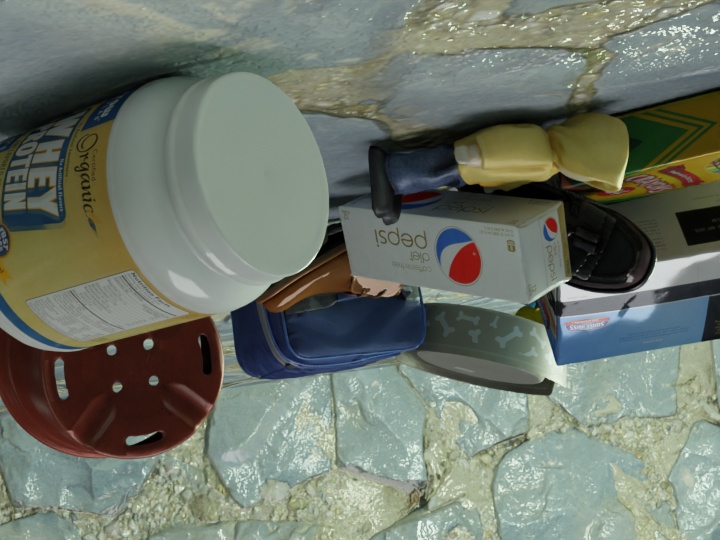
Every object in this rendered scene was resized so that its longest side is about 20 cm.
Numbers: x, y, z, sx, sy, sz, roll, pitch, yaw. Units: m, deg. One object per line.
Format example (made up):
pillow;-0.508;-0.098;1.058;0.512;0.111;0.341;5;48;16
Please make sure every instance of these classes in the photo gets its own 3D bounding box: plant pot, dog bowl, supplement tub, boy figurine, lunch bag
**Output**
plant pot;-0.207;0.074;1.229;0.200;0.202;0.195;-6;-177;-18
dog bowl;0.135;0.086;1.585;0.199;0.059;0.200;13;168;3
supplement tub;-0.134;-0.036;0.885;0.199;0.145;0.144;-15;170;34
boy figurine;0.109;-0.080;1.122;0.199;0.065;0.124;-6;171;8
lunch bag;-0.024;0.035;1.499;0.199;0.136;0.132;-7;173;-31

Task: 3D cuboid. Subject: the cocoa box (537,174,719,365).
cocoa box;0.261;-0.014;1.323;0.199;0.134;0.131;-9;138;-2

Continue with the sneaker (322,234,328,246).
sneaker;-0.093;-0.033;1.236;0.099;0.078;0.200;-20;177;23

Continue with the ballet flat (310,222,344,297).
ballet flat;0.007;-0.022;1.395;0.199;0.067;0.057;-17;178;5

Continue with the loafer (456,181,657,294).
loafer;0.153;-0.038;1.191;0.063;0.072;0.200;21;-172;-46

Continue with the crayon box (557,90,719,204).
crayon box;0.271;-0.104;1.170;0.199;0.051;0.127;-13;170;26

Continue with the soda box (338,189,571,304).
soda box;0.076;-0.025;1.195;0.200;0.068;0.064;9;-153;45

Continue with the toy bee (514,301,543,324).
toy bee;0.213;0.022;1.592;0.108;0.200;0.131;18;121;-16

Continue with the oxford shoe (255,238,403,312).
oxford shoe;0.000;0.000;1.321;0.199;0.071;0.071;-24;-174;-9
